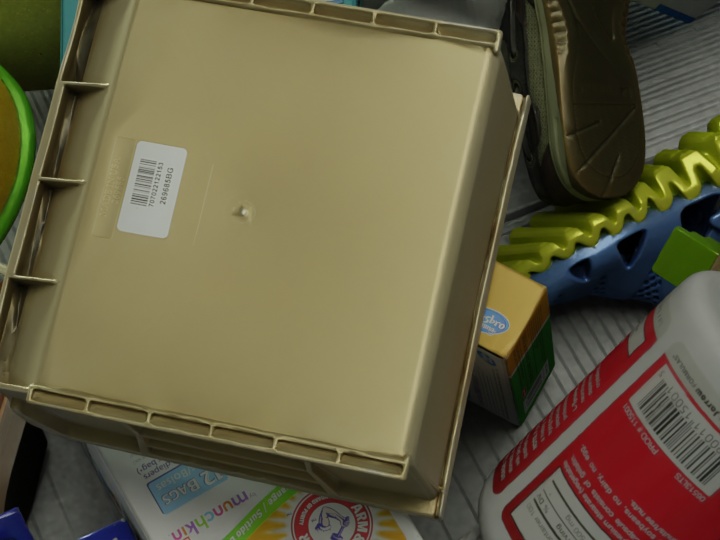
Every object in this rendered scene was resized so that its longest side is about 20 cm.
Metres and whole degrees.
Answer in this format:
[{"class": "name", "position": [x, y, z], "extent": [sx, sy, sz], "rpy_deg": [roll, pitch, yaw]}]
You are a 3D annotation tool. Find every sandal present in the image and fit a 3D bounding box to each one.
[{"class": "sandal", "position": [0.158, -0.013, 1.075], "extent": [0.199, 0.079, 0.087], "rpy_deg": [-26, 103, -5]}]

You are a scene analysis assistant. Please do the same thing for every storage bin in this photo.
[{"class": "storage bin", "position": [-0.043, -0.013, 0.889], "extent": [0.197, 0.094, 0.201], "rpy_deg": [11, 78, 12]}]

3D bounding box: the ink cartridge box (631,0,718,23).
[{"class": "ink cartridge box", "position": [0.146, -0.252, 1.151], "extent": [0.084, 0.146, 0.201], "rpy_deg": [-38, 73, 22]}]

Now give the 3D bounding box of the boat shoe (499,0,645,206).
[{"class": "boat shoe", "position": [0.103, -0.132, 1.055], "extent": [0.071, 0.066, 0.202], "rpy_deg": [2, 78, -36]}]

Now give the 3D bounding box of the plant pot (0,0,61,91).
[{"class": "plant pot", "position": [-0.142, -0.182, 1.114], "extent": [0.199, 0.187, 0.188], "rpy_deg": [-24, 61, -2]}]

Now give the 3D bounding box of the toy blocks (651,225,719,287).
[{"class": "toy blocks", "position": [0.208, 0.018, 1.006], "extent": [0.100, 0.201, 0.137], "rpy_deg": [34, 21, 19]}]

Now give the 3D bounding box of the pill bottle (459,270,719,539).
[{"class": "pill bottle", "position": [0.127, 0.104, 0.920], "extent": [0.112, 0.200, 0.112], "rpy_deg": [33, 27, -19]}]

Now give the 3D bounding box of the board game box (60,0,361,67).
[{"class": "board game box", "position": [-0.073, -0.173, 1.008], "extent": [0.150, 0.047, 0.201], "rpy_deg": [3, 100, 3]}]

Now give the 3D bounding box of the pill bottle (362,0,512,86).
[{"class": "pill bottle", "position": [0.041, -0.190, 1.155], "extent": [0.109, 0.110, 0.201], "rpy_deg": [-3, 58, -5]}]

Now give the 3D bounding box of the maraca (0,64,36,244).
[{"class": "maraca", "position": [-0.253, -0.032, 1.047], "extent": [0.137, 0.107, 0.200], "rpy_deg": [36, 85, 21]}]

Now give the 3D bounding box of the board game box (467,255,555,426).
[{"class": "board game box", "position": [0.000, 0.000, 1.007], "extent": [0.199, 0.153, 0.040], "rpy_deg": [28, 79, 13]}]

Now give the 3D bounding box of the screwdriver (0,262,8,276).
[{"class": "screwdriver", "position": [-0.142, 0.013, 0.975], "extent": [0.029, 0.200, 0.028], "rpy_deg": [43, 91, 9]}]

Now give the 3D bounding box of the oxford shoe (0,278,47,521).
[{"class": "oxford shoe", "position": [-0.186, 0.036, 1.027], "extent": [0.071, 0.071, 0.201], "rpy_deg": [9, 59, 8]}]

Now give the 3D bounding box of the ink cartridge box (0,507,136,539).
[{"class": "ink cartridge box", "position": [-0.137, 0.209, 0.918], "extent": [0.136, 0.076, 0.200], "rpy_deg": [-24, 61, -17]}]

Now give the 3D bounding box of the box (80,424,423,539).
[{"class": "box", "position": [-0.061, 0.099, 0.967], "extent": [0.112, 0.102, 0.200], "rpy_deg": [-28, 63, -11]}]
